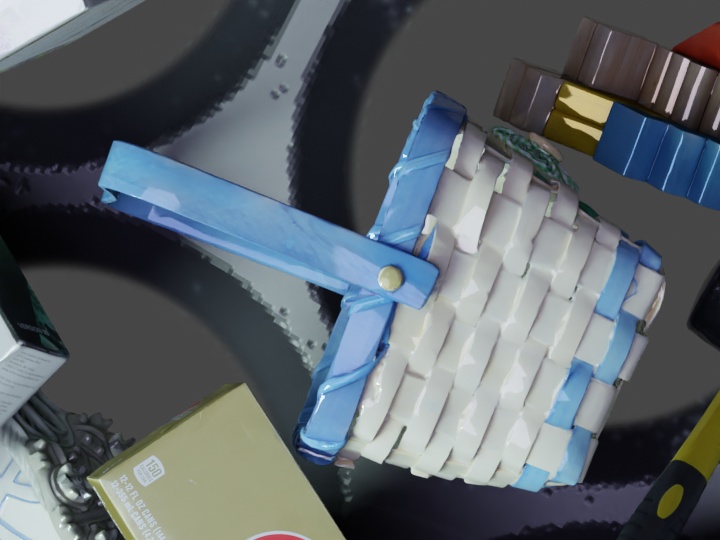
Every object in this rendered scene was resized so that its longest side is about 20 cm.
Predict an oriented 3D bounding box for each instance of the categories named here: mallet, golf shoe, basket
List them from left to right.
[{"bbox_3d":[-0.140,0.090,1.192,0.097,0.078,0.200,-37,82,23],"label":"golf shoe"},{"bbox_3d":[0.000,0.000,1.092,0.199,0.176,0.140,17,90,-5],"label":"basket"},{"bbox_3d":[0.111,0.063,1.075,0.066,0.200,0.041,37,141,13],"label":"mallet"}]

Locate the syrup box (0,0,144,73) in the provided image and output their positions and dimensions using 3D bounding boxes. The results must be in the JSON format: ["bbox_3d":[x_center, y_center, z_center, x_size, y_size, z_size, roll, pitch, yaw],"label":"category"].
[{"bbox_3d":[-0.119,-0.121,1.074,0.081,0.200,0.079,-27,95,16],"label":"syrup box"}]

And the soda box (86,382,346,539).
[{"bbox_3d":[-0.016,0.140,1.064,0.064,0.068,0.201,-33,92,-9],"label":"soda box"}]

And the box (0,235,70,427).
[{"bbox_3d":[-0.209,0.004,1.157,0.144,0.036,0.200,-43,61,17],"label":"box"}]

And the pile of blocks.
[{"bbox_3d":[0.149,-0.050,1.090,0.199,0.082,0.062,20,99,7],"label":"pile of blocks"}]
